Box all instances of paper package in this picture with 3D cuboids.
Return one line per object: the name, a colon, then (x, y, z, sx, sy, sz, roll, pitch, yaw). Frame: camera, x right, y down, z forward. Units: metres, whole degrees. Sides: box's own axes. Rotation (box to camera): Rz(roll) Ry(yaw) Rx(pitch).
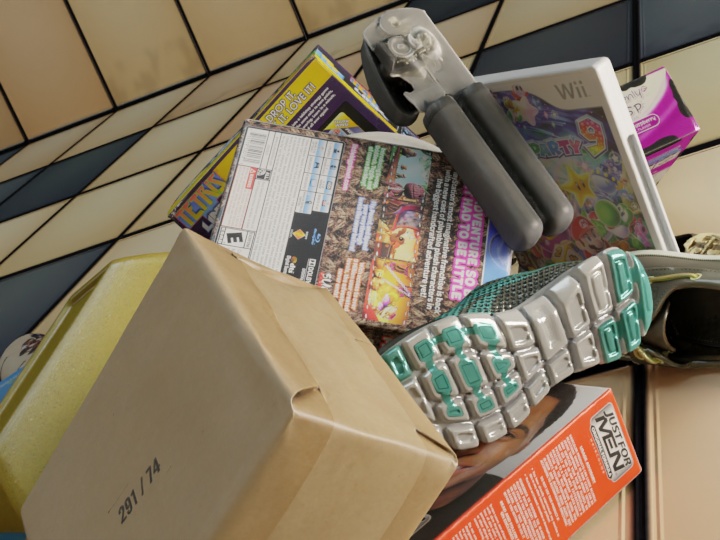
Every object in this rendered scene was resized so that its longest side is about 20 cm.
paper package: (-0.074, 0.112, 0.674, 0.200, 0.103, 0.191, -58, 35, 13)

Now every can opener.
can opener: (0.066, -0.094, 0.898, 0.053, 0.200, 0.067, -25, -19, -24)

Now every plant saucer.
plant saucer: (-0.196, 0.074, 0.873, 0.200, 0.048, 0.200, -60, 14, -21)

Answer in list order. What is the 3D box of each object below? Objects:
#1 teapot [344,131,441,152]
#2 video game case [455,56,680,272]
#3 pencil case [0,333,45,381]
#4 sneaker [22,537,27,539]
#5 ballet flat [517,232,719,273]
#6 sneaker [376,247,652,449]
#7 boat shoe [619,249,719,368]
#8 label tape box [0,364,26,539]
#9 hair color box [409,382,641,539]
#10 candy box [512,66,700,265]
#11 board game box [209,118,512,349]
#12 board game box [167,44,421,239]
teapot: (0.009, 0.000, 1.057, 0.199, 0.146, 0.198, 3, 57, -5)
video game case: (0.147, -0.046, 0.915, 0.018, 0.200, 0.143, -36, 22, -31)
pencil case: (-0.266, 0.097, 1.193, 0.089, 0.078, 0.200, -29, 13, -29)
sneaker: (-0.197, 0.172, 0.853, 0.199, 0.113, 0.071, -19, 24, 12)
ballet flat: (0.199, -0.007, 0.992, 0.200, 0.046, 0.067, -3, 27, 47)
sneaker: (0.073, 0.046, 0.768, 0.200, 0.078, 0.091, -20, 10, -26)
boat shoe: (0.205, 0.028, 0.844, 0.201, 0.072, 0.060, -6, 19, 33)
label tape box: (-0.207, 0.134, 0.992, 0.144, 0.063, 0.200, -33, 37, 6)
hair color box: (0.052, 0.138, 0.733, 0.200, 0.061, 0.101, -34, 20, -32)
candy box: (0.177, -0.078, 1.060, 0.136, 0.061, 0.200, -25, -13, -7)
board game box: (0.000, 0.000, 0.904, 0.199, 0.097, 0.160, 10, 51, 1)
board game box: (-0.045, -0.071, 1.174, 0.200, 0.165, 0.057, -44, 11, 17)
